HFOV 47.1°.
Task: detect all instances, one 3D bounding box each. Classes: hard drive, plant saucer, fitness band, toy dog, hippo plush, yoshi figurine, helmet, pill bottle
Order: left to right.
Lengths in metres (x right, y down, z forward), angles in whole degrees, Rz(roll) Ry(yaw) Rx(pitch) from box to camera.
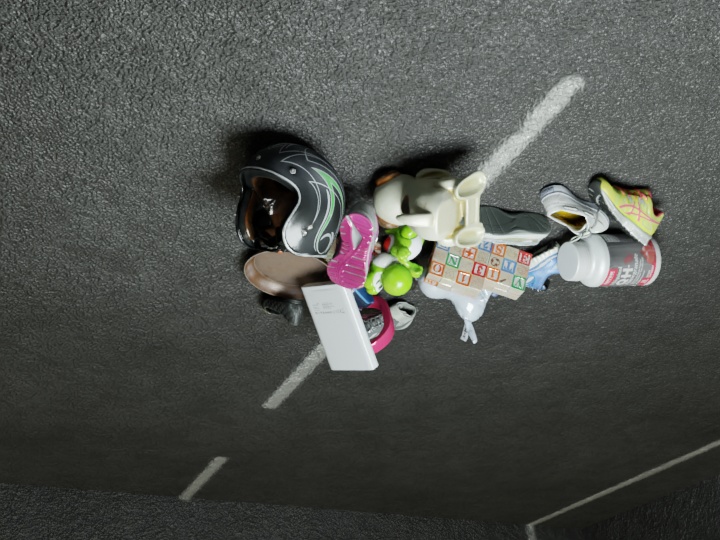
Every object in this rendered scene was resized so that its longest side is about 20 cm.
[{"bbox_3d":[-0.152,-0.001,1.795,0.198,0.035,0.201,3,148,2],"label":"plant saucer"},{"bbox_3d":[-0.122,-0.126,1.461,0.198,0.193,0.200,7,-178,0],"label":"helmet"},{"bbox_3d":[-0.045,0.120,1.779,0.131,0.202,0.027,-6,-161,44],"label":"hard drive"},{"bbox_3d":[0.005,0.127,1.887,0.142,0.201,0.038,-19,121,4],"label":"fitness band"},{"bbox_3d":[0.092,-0.024,1.630,0.112,0.200,0.112,44,161,-16],"label":"yoshi figurine"},{"bbox_3d":[0.109,-0.114,1.522,0.193,0.199,0.141,-28,122,-32],"label":"toy dog"},{"bbox_3d":[0.197,0.030,1.797,0.160,0.201,0.159,25,175,-9],"label":"hippo plush"},{"bbox_3d":[0.522,-0.022,1.746,0.198,0.112,0.111,-1,150,-19],"label":"pill bottle"}]

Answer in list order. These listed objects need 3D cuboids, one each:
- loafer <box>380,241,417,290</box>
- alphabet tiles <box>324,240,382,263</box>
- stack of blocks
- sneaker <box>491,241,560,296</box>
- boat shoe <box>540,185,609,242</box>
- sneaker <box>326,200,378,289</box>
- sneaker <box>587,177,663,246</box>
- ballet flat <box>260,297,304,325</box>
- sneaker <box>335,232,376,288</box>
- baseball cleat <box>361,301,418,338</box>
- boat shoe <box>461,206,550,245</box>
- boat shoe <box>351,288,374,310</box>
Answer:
[{"bbox_3d":[0.084,0.008,1.801,0.072,0.073,0.200,-6,155,17],"label":"loafer"},{"bbox_3d":[-0.055,-0.037,1.781,0.194,0.015,0.200,8,147,-19],"label":"alphabet tiles"},{"bbox_3d":[0.241,-0.004,1.698,0.198,0.116,0.059,18,159,-2],"label":"stack of blocks"},{"bbox_3d":[0.368,0.017,1.819,0.199,0.079,0.089,-30,100,37],"label":"sneaker"},{"bbox_3d":[0.438,-0.097,1.657,0.074,0.087,0.201,-27,144,36],"label":"boat shoe"},{"bbox_3d":[-0.005,-0.048,1.575,0.081,0.088,0.201,23,133,3],"label":"sneaker"},{"bbox_3d":[0.527,-0.135,1.633,0.199,0.078,0.090,34,103,-34],"label":"sneaker"},{"bbox_3d":[-0.185,0.092,1.886,0.066,0.057,0.200,11,174,-23],"label":"ballet flat"},{"bbox_3d":[-0.001,0.000,1.727,0.067,0.109,0.202,-12,148,15],"label":"sneaker"},{"bbox_3d":[0.044,0.115,1.963,0.199,0.070,0.107,-17,159,-28],"label":"baseball cleat"},{"bbox_3d":[0.289,-0.082,1.685,0.200,0.075,0.065,1,145,-20],"label":"boat shoe"},{"bbox_3d":[-0.016,0.062,1.836,0.068,0.085,0.200,-23,162,6],"label":"boat shoe"}]
